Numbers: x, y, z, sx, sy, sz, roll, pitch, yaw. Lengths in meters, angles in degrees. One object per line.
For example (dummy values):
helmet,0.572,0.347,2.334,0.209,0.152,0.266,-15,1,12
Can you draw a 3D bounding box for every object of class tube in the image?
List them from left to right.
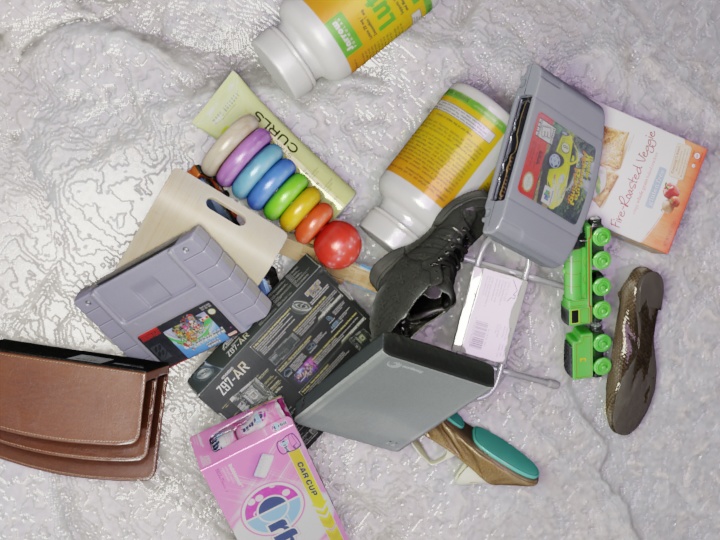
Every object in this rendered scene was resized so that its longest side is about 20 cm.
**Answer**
tube,-0.095,-0.134,1.761,0.200,0.052,0.058,41,57,-3

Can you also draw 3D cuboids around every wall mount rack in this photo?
wall mount rack,0.173,0.059,1.791,0.172,0.075,0.202,16,90,-5

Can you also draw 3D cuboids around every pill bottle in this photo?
pill bottle,-0.020,-0.285,1.726,0.200,0.111,0.111,-39,96,-5
pill bottle,0.090,-0.105,1.752,0.111,0.111,0.200,39,86,-7

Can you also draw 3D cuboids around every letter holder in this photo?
letter holder,-0.325,0.162,1.688,0.198,0.101,0.143,8,93,7

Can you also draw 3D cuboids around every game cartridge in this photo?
game cartridge,-0.206,0.038,1.682,0.199,0.038,0.130,-26,113,35
game cartridge,0.209,-0.112,1.713,0.133,0.041,0.201,26,75,-42

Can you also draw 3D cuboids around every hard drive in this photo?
hard drive,0.035,0.134,1.671,0.139,0.200,0.033,19,55,-23

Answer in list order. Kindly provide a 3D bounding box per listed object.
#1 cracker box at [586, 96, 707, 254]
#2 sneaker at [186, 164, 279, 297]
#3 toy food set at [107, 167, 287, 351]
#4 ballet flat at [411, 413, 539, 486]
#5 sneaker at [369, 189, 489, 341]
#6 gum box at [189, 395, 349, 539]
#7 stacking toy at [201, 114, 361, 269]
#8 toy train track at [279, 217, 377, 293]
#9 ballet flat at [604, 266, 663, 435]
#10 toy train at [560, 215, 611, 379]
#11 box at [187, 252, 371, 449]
cracker box,0.290,-0.117,1.806,0.199,0.058,0.135,21,88,-7
sneaker,-0.157,-0.020,1.751,0.078,0.075,0.201,-32,93,11
toy food set,-0.185,-0.008,1.699,0.143,0.061,0.200,30,131,-8
ballet flat,0.112,0.206,1.793,0.199,0.068,0.073,35,109,-6
sneaker,0.084,0.004,1.672,0.199,0.104,0.060,-36,133,0
gum box,-0.102,0.243,1.715,0.113,0.066,0.201,-26,123,-4
stacking toy,-0.080,-0.077,1.703,0.200,0.085,0.085,43,86,2
toy train track,0.000,0.000,1.772,0.199,0.033,0.115,22,119,1
ballet flat,0.319,0.094,1.826,0.067,0.046,0.202,1,98,-39
toy train,0.261,0.034,1.787,0.056,0.042,0.202,-7,110,-9
box,-0.073,0.107,1.736,0.200,0.044,0.160,-47,122,-3
